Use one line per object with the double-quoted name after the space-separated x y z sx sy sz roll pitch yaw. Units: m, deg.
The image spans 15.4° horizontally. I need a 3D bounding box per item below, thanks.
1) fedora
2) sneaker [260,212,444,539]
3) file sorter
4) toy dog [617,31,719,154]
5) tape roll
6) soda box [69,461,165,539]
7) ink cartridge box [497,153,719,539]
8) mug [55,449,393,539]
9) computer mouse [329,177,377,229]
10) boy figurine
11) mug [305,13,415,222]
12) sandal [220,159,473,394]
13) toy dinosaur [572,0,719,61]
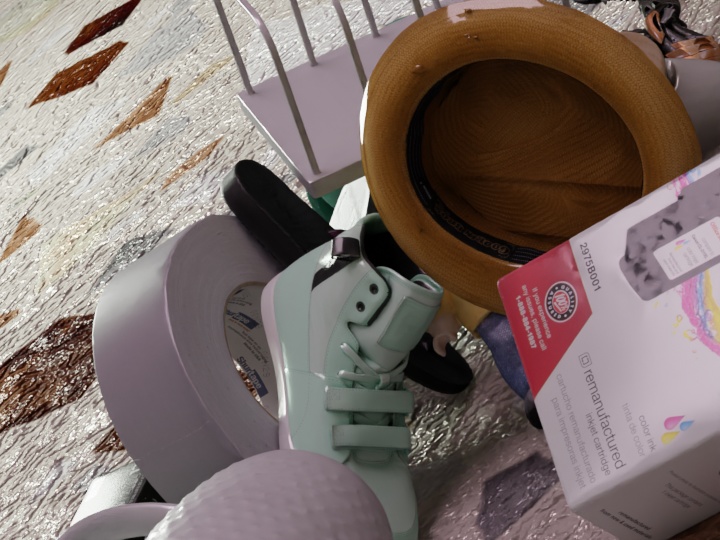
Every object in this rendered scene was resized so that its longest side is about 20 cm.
0.101 -0.070 1.494 0.200 0.201 0.082 -27 8 31 "fedora"
0.007 0.065 1.534 0.118 0.074 0.201 -42 57 44 "sneaker"
0.021 -0.163 1.673 0.200 0.125 0.139 -25 35 -10 "file sorter"
0.210 -0.075 1.542 0.200 0.132 0.096 0 73 30 "toy dog"
-0.068 0.068 1.618 0.066 0.200 0.200 -33 21 29 "tape roll"
-0.157 0.207 1.670 0.063 0.071 0.200 -25 25 32 "soda box"
0.187 0.028 1.351 0.200 0.083 0.146 -31 55 22 "ink cartridge box"
-0.080 0.179 1.446 0.200 0.148 0.175 11 38 17 "mug"
-0.003 0.016 1.756 0.139 0.053 0.200 -99 28 -56 "computer mouse"
0.082 -0.009 1.565 0.124 0.200 0.064 -35 -23 7 "boy figurine"
0.022 -0.088 1.820 0.185 0.114 0.152 -47 17 16 "mug"
-0.001 0.000 1.647 0.048 0.200 0.075 -45 6 22 "sandal"
0.200 -0.129 1.749 0.200 0.102 0.136 -6 39 -31 "toy dinosaur"
